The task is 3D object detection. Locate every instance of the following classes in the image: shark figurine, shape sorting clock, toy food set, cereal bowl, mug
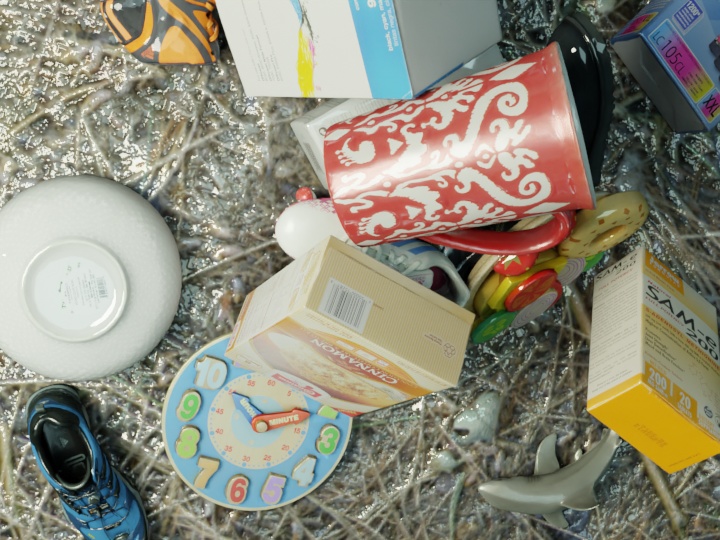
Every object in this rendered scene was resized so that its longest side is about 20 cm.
[{"bbox_3d":[0.253,0.224,0.992,0.214,0.089,0.128,-41,106,-2],"label":"shark figurine"},{"bbox_3d":[-0.106,0.157,0.924,0.198,0.039,0.202,-2,99,-12],"label":"shape sorting clock"},{"bbox_3d":[0.188,-0.006,0.902,0.199,0.198,0.049,-19,62,-33],"label":"toy food set"},{"bbox_3d":[-0.268,0.012,0.842,0.198,0.083,0.202,-2,98,-12],"label":"cereal bowl"},{"bbox_3d":[0.086,-0.073,0.734,0.199,0.134,0.179,-13,107,17],"label":"mug"}]

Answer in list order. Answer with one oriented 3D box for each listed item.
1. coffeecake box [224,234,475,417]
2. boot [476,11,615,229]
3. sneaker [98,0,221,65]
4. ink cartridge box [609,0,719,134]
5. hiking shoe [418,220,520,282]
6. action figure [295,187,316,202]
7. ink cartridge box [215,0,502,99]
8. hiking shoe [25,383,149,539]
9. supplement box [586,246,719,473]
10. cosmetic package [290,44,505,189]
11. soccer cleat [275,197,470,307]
[{"bbox_3d":[-0.017,0.061,0.819,0.153,0.200,0.073,28,63,-18],"label":"coffeecake box"},{"bbox_3d":[0.141,-0.121,0.816,0.167,0.077,0.201,-22,140,-9],"label":"boot"},{"bbox_3d":[-0.143,-0.264,0.838,0.199,0.078,0.112,-33,119,-11],"label":"sneaker"},{"bbox_3d":[0.387,-0.264,0.950,0.200,0.076,0.137,-44,105,-5],"label":"ink cartridge box"},{"bbox_3d":[0.115,-0.056,0.920,0.200,0.076,0.101,-37,108,-4],"label":"hiking shoe"},{"bbox_3d":[0.000,0.000,0.895,0.065,0.099,0.201,-37,102,-8],"label":"action figure"},{"bbox_3d":[-0.008,-0.241,0.764,0.147,0.199,0.146,-40,127,-39],"label":"ink cartridge box"},{"bbox_3d":[-0.273,0.212,0.870,0.074,0.087,0.201,-29,104,-7],"label":"hiking shoe"},{"bbox_3d":[0.309,0.089,0.927,0.126,0.201,0.073,36,132,-16],"label":"supplement box"},{"bbox_3d":[0.040,-0.158,0.869,0.199,0.113,0.082,-29,105,-5],"label":"cosmetic package"},{"bbox_3d":[0.019,-0.011,0.816,0.199,0.086,0.070,19,106,-31],"label":"soccer cleat"}]
